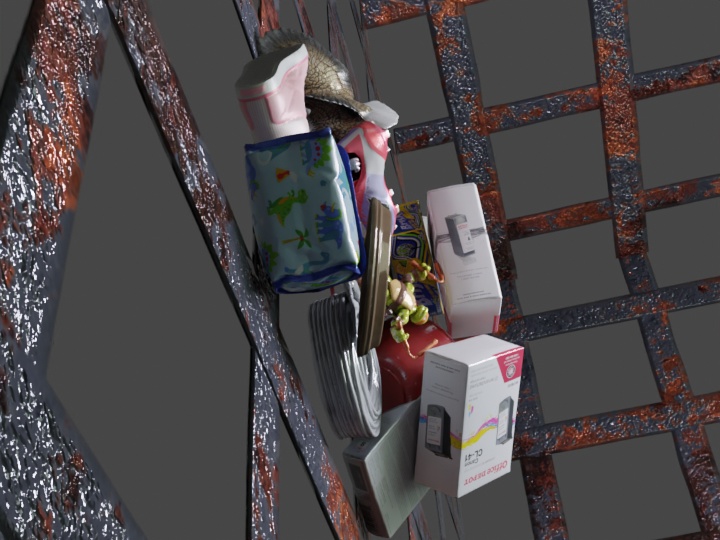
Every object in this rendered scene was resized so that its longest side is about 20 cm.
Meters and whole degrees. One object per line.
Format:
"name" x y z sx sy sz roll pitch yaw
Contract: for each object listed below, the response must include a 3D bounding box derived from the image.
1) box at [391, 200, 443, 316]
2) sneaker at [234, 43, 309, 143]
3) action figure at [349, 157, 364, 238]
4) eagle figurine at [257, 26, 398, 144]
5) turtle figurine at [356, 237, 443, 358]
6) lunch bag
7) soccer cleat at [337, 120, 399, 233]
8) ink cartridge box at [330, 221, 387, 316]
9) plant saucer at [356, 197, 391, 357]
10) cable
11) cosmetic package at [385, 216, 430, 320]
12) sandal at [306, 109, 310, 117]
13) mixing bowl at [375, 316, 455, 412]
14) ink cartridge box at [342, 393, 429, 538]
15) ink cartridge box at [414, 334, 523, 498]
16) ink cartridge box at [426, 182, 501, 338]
"box" 0.085 -0.012 1.899 0.071 0.064 0.201 -98 173 -45
"sneaker" -0.102 -0.213 1.472 0.201 0.075 0.106 -70 144 -62
"action figure" -0.076 -0.098 1.547 0.201 0.148 0.134 58 -18 -13
"eagle figurine" -0.053 -0.232 1.632 0.152 0.150 0.201 -58 142 -27
"turtle figurine" 0.049 0.027 1.712 0.161 0.064 0.201 41 43 -21
"lunch bag" -0.064 -0.062 1.387 0.200 0.126 0.172 123 -43 -84
"soccer cleat" 0.006 -0.114 1.628 0.067 0.076 0.202 35 -36 37
"ink cartridge box" 0.000 0.000 1.847 0.200 0.085 0.149 -19 97 -85
"plant saucer" 0.017 0.010 1.477 0.200 0.029 0.203 -174 -90 -89
"cable" -0.020 0.132 1.608 0.201 0.068 0.201 -91 168 -51
"cosmetic package" 0.067 0.002 2.041 0.201 0.102 0.088 116 -25 -44
"sandal" -0.040 -0.216 1.841 0.204 0.049 0.082 61 8 4
"mixing bowl" 0.057 0.177 1.791 0.108 0.198 0.203 -19 98 -53
"ink cartridge box" 0.064 0.265 1.715 0.200 0.057 0.164 -47 134 -38
"ink cartridge box" 0.158 0.208 1.708 0.147 0.085 0.203 -13 110 -48
"ink cartridge box" 0.160 -0.014 1.842 0.146 0.084 0.202 83 -2 -65
